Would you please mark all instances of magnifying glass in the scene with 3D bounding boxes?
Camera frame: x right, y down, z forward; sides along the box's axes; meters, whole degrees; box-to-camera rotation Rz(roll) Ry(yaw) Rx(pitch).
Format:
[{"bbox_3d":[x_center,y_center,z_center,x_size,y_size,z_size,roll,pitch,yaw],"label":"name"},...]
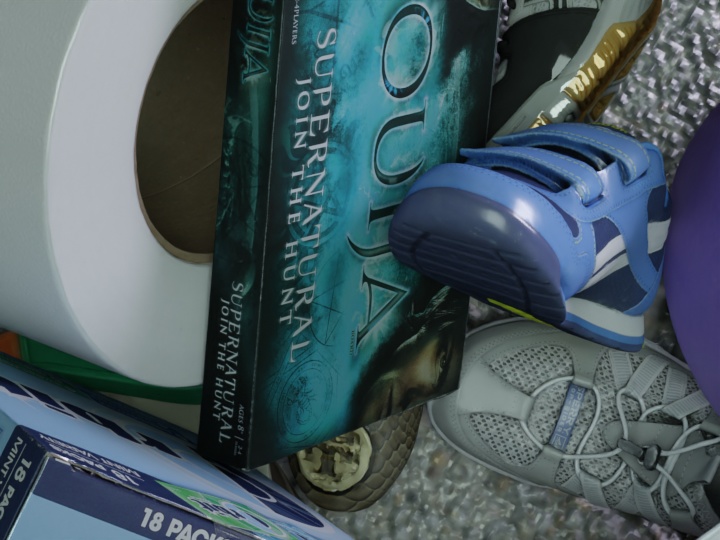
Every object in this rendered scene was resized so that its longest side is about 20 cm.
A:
[{"bbox_3d":[-0.117,0.031,1.070,0.199,0.022,0.080,-15,62,4],"label":"magnifying glass"}]

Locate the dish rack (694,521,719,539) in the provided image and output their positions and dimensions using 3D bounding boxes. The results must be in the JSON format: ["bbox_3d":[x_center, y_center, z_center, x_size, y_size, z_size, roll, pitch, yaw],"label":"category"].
[{"bbox_3d":[0.197,0.141,0.972,0.200,0.044,0.172,-35,125,1],"label":"dish rack"}]

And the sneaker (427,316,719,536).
[{"bbox_3d":[0.126,0.068,1.077,0.199,0.082,0.075,15,93,-6],"label":"sneaker"}]

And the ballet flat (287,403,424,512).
[{"bbox_3d":[0.000,0.000,1.070,0.067,0.046,0.201,11,92,21],"label":"ballet flat"}]

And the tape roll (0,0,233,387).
[{"bbox_3d":[-0.096,-0.072,0.970,0.139,0.202,0.204,18,94,35],"label":"tape roll"}]

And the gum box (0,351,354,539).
[{"bbox_3d":[-0.084,0.081,0.923,0.169,0.200,0.045,26,90,-31],"label":"gum box"}]

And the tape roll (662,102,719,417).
[{"bbox_3d":[0.228,-0.008,1.044,0.199,0.085,0.201,4,74,-14],"label":"tape roll"}]

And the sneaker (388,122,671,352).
[{"bbox_3d":[0.069,-0.023,0.986,0.074,0.200,0.083,21,90,20],"label":"sneaker"}]

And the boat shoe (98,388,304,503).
[{"bbox_3d":[-0.046,0.120,1.074,0.072,0.059,0.201,-32,76,11],"label":"boat shoe"}]

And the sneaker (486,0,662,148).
[{"bbox_3d":[0.086,-0.127,1.073,0.087,0.076,0.200,33,87,8],"label":"sneaker"}]

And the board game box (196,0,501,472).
[{"bbox_3d":[-0.001,-0.037,0.972,0.028,0.135,0.201,19,112,35],"label":"board game box"}]
